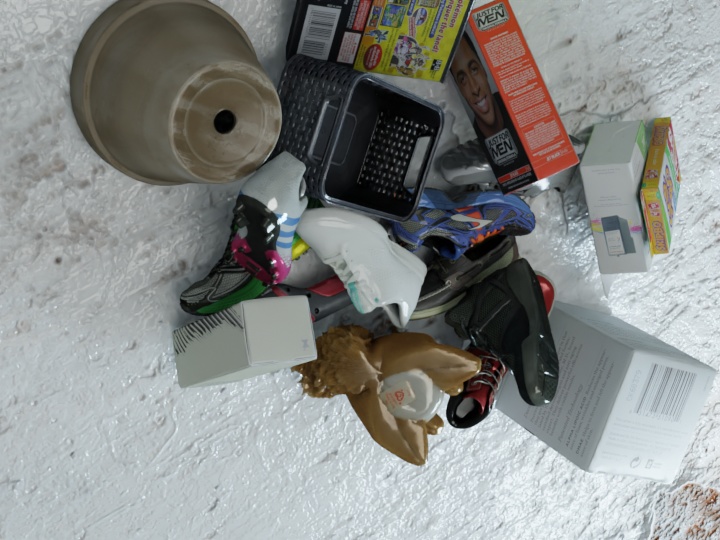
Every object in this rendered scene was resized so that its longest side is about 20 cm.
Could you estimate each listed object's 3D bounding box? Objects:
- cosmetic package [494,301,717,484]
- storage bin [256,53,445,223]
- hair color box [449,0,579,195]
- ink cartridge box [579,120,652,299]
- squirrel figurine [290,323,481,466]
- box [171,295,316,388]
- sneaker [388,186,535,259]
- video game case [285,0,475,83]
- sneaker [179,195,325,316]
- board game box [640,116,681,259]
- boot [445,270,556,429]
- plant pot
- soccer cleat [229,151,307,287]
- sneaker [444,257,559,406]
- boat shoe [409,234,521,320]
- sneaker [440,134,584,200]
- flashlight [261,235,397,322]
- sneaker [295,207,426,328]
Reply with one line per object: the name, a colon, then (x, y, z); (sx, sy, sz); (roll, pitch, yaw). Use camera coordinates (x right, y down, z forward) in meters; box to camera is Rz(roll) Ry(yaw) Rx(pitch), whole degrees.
cosmetic package: (0.315, 0.154, 1.628); (0.164, 0.200, 0.166); (14, 100, -34)
storage bin: (-0.008, -0.138, 1.337); (0.199, 0.093, 0.136); (11, 98, -58)
hair color box: (0.163, -0.194, 1.412); (0.061, 0.101, 0.201); (-24, 91, -19)
ink cartridge box: (0.336, -0.075, 1.598); (0.117, 0.067, 0.201); (-60, 141, -51)
squirrel figurine: (0.024, 0.114, 1.471); (0.199, 0.187, 0.143); (22, 99, -7)
box: (-0.128, 0.079, 1.332); (0.082, 0.200, 0.069); (-4, 81, -31)
sneaker: (0.119, -0.049, 1.493); (0.198, 0.075, 0.079); (0, 72, -21)
video game case: (0.028, -0.285, 1.295); (0.179, 0.026, 0.201); (6, 140, -12)
sneaker: (-0.126, -0.026, 1.379); (0.200, 0.078, 0.085); (-44, 119, -19)
board game box: (0.383, -0.106, 1.596); (0.200, 0.030, 0.096); (-61, 140, -49)
boot: (0.172, 0.100, 1.528); (0.072, 0.144, 0.201); (33, 109, -4)
plant pot: (-0.166, -0.166, 1.232); (0.199, 0.173, 0.202); (-11, 113, -27)
soccer cleat: (-0.084, -0.049, 1.257); (0.070, 0.200, 0.087); (34, 70, 7)
sneaker: (0.164, 0.085, 1.452); (0.114, 0.201, 0.076); (-24, 137, 18)
boat shoe: (0.113, 0.000, 1.531); (0.200, 0.072, 0.067); (-23, 114, -27)
sneaker: (0.187, -0.115, 1.522); (0.198, 0.075, 0.083); (-7, 117, -25)
flashlight: (-0.040, 0.018, 1.450); (0.199, 0.068, 0.068); (-28, 140, -23)
sneaker: (0.000, 0.000, 1.369); (0.199, 0.075, 0.089); (31, 63, -40)
